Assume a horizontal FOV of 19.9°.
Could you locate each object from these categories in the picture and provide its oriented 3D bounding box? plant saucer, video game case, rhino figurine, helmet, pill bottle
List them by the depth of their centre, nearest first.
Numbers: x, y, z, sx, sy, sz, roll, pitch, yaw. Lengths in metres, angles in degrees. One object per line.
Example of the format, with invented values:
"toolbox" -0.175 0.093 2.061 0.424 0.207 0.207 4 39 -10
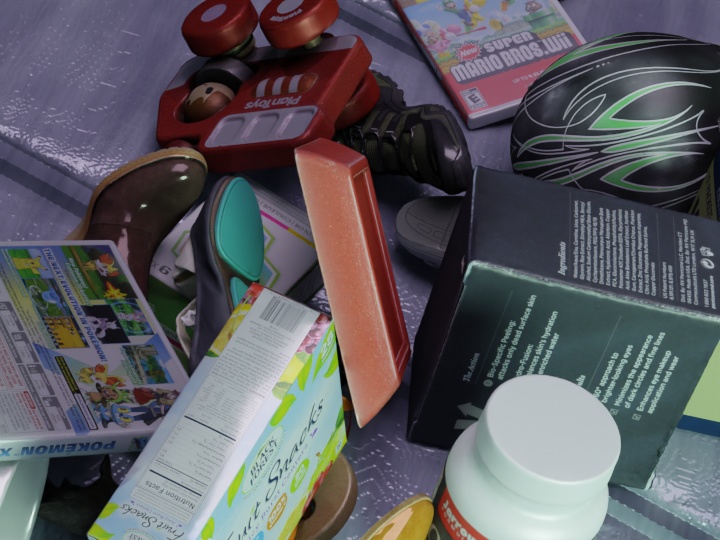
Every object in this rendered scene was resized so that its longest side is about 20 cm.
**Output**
"video game case" -0.215 0.049 1.366 0.181 0.022 0.200 -1 39 -32
"rhino figurine" -0.150 0.196 1.410 0.200 0.060 0.087 37 51 20
"pill bottle" 0.104 0.171 1.416 0.115 0.201 0.116 9 44 -9
"plant saucer" 0.000 0.000 1.508 0.036 0.201 0.200 -13 5 5
"helmet" 0.229 -0.110 1.740 0.190 0.201 0.200 -14 52 -32
"video game case" 0.125 -0.224 1.923 0.142 0.017 0.200 -18 53 -14

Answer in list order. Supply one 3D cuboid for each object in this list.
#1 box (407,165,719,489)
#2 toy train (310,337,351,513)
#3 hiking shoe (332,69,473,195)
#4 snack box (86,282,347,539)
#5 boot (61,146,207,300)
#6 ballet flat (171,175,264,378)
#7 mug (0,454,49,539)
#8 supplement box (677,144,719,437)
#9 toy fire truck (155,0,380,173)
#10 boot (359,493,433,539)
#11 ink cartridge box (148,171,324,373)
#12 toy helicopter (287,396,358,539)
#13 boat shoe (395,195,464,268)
"box" 0.154 0.046 1.559 0.199 0.197 0.118 12 43 -6
"toy train" -0.029 0.114 1.551 0.046 0.034 0.201 19 43 -15
"hiking shoe" 0.020 -0.101 1.738 0.100 0.076 0.200 -28 32 -18
"snack box" -0.085 0.136 1.303 0.067 0.169 0.200 22 60 16
"boot" -0.169 0.021 1.503 0.072 0.200 0.167 35 22 -49
"ballet flat" -0.108 0.013 1.513 0.073 0.073 0.201 5 47 -14
"mug" -0.317 0.171 1.335 0.174 0.148 0.201 16 75 3
"supplement box" 0.352 0.029 1.639 0.199 0.200 0.135 12 44 -7
"toy fire truck" -0.089 -0.142 1.694 0.199 0.112 0.168 -3 40 34
"boot" 0.030 0.263 1.353 0.144 0.071 0.202 33 80 25
"ink cartridge box" -0.112 0.016 1.599 0.104 0.059 0.200 31 45 13
"toy helicopter" -0.085 0.130 1.466 0.199 0.079 0.133 24 74 32
"boat shoe" 0.124 -0.007 1.706 0.201 0.065 0.075 12 46 -1
